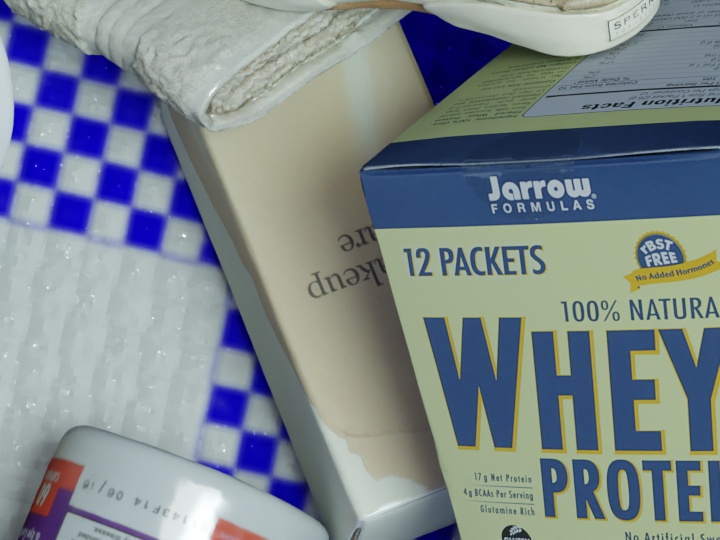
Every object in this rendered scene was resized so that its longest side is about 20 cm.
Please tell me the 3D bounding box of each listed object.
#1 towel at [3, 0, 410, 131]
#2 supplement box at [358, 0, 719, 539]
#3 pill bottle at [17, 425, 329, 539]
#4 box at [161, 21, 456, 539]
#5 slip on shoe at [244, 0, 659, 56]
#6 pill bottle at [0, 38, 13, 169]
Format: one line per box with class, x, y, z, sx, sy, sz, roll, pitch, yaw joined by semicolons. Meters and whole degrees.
towel;-0.028;-0.132;1.010;0.200;0.035;0.132;-37;47;-26
supplement box;0.126;0.011;0.912;0.200;0.134;0.201;-40;121;-49
pill bottle;-0.097;0.169;0.976;0.111;0.111;0.201;23;80;-6
box;0.000;0.000;1.011;0.095;0.078;0.201;-21;75;-12
slip on shoe;0.013;-0.126;0.917;0.076;0.199;0.061;-43;135;-31
pill bottle;-0.216;-0.035;0.837;0.120;0.120;0.200;53;42;0
